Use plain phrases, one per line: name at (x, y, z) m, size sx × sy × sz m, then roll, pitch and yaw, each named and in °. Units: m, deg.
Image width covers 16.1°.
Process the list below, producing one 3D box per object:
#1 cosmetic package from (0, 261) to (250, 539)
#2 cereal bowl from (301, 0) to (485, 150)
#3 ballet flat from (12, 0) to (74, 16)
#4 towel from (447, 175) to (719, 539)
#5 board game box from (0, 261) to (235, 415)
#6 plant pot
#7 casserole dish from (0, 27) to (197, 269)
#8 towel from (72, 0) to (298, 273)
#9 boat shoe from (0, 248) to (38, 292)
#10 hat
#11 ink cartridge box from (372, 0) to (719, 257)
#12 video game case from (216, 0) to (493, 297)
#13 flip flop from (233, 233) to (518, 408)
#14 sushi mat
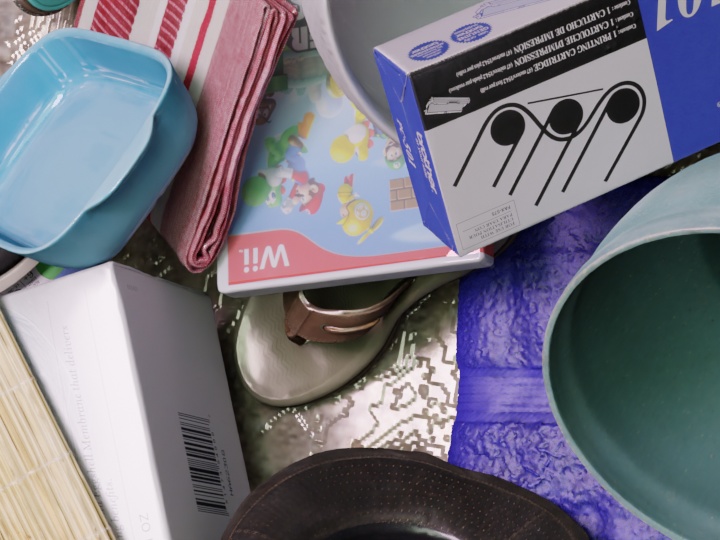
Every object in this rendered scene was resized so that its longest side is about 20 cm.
cosmetic package at (-0.167, 0.124, 1.259) m, size 0.200 × 0.123 × 0.200 m, roll -18°, pitch 76°, yaw 17°
cereal bowl at (0.058, -0.150, 1.162) m, size 0.200 × 0.200 × 0.083 m, roll -57°, pitch 29°, yaw 4°
ballet flat at (-0.142, -0.231, 1.385) m, size 0.075 × 0.068 × 0.200 m, roll 28°, pitch 86°, yaw 44°
towel at (0.113, 0.049, 1.244) m, size 0.148 × 0.050 × 0.200 m, roll 1°, pitch 82°, yaw 20°
board game box at (-0.181, 0.097, 1.353) m, size 0.200 × 0.034 × 0.135 m, roll -46°, pitch 69°, yaw 7°
plant pot at (0.197, 0.019, 1.134) m, size 0.200 × 0.200 × 0.134 m, roll 9°, pitch 43°, yaw 21°
casserole dish at (-0.144, -0.058, 1.267) m, size 0.121 × 0.039 × 0.200 m, roll -56°, pitch 30°, yaw -8°
towel at (-0.098, -0.108, 1.293) m, size 0.200 × 0.023 × 0.144 m, roll 49°, pitch 126°, yaw 50°
boat shoe at (-0.252, -0.014, 1.367) m, size 0.200 × 0.068 × 0.072 m, roll -12°, pitch 48°, yaw 22°
hat at (0.017, 0.175, 1.180) m, size 0.200 × 0.201 × 0.081 m, roll 20°, pitch 131°, yaw 22°
ink cartridge box at (0.113, -0.090, 1.134) m, size 0.200 × 0.094 × 0.044 m, roll -24°, pitch 29°, yaw -13°
video game case at (-0.006, -0.093, 1.248) m, size 0.143 × 0.017 × 0.200 m, roll -7°, pitch 77°, yaw 24°
flip flop at (0.000, 0.000, 1.270) m, size 0.200 × 0.058 × 0.081 m, roll -36°, pitch 73°, yaw 35°
sushi mat at (-0.191, 0.076, 1.202) m, size 0.096 × 0.012 × 0.200 m, roll -34°, pitch 71°, yaw 13°
